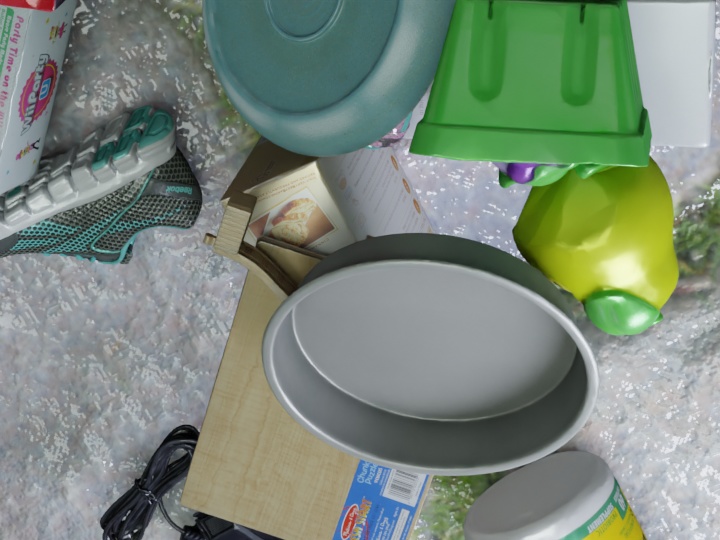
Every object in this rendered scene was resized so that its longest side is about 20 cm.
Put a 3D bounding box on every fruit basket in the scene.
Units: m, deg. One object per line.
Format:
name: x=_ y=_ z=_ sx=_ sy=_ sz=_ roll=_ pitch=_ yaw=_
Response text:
fruit basket: x=0.114 y=-0.063 z=1.376 sx=0.155 sy=0.216 sz=0.216 roll=4 pitch=113 yaw=7

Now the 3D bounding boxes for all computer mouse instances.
computer mouse: x=-0.073 y=0.177 z=1.662 sx=0.200 sy=0.046 sz=0.140 roll=25 pitch=125 yaw=-10

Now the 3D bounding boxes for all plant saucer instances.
plant saucer: x=-0.028 y=-0.169 z=1.411 sx=0.200 sy=0.027 sz=0.200 roll=-1 pitch=88 yaw=40

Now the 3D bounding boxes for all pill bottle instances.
pill bottle: x=0.162 y=0.236 z=1.622 sx=0.113 sy=0.113 sz=0.200 roll=-23 pitch=107 yaw=18

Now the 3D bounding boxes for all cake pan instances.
cake pan: x=0.042 y=0.049 z=1.381 sx=0.200 sy=0.037 sz=0.200 roll=6 pitch=139 yaw=5

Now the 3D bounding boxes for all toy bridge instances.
toy bridge: x=-0.001 y=0.013 z=1.415 sx=0.200 sy=0.027 sz=0.067 roll=19 pitch=116 yaw=-1

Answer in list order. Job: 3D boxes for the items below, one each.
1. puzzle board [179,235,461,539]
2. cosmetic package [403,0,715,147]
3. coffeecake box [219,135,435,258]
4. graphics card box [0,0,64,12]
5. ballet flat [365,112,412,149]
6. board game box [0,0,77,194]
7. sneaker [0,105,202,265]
puzzle board: x=-0.019 y=0.087 z=1.475 sx=0.151 sy=0.017 sz=0.200 roll=18 pitch=116 yaw=1
cosmetic package: x=0.126 y=-0.138 z=1.492 sx=0.200 sy=0.074 sz=0.102 roll=3 pitch=114 yaw=7
coffeecake box: x=0.000 y=0.000 z=1.527 sx=0.073 sy=0.154 sz=0.200 roll=-22 pitch=107 yaw=19
graphics card box: x=-0.177 y=-0.246 z=1.428 sx=0.051 sy=0.200 sz=0.126 roll=9 pitch=113 yaw=6
ballet flat: x=-0.032 y=-0.163 z=1.483 sx=0.200 sy=0.069 sz=0.071 roll=46 pitch=126 yaw=20
board game box: x=-0.297 y=-0.155 z=1.539 sx=0.200 sy=0.064 sz=0.148 roll=25 pitch=117 yaw=16
sneaker: x=-0.195 y=-0.033 z=1.595 sx=0.200 sy=0.078 sz=0.091 roll=-21 pitch=120 yaw=24
